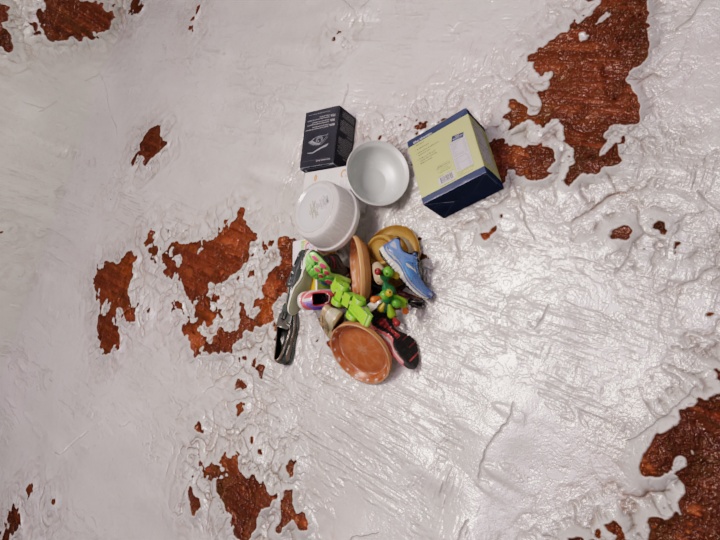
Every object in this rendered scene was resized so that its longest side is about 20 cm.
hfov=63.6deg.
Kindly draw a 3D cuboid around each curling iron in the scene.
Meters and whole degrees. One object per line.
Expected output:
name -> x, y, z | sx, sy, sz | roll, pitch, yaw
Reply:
curling iron -> 0.101, 0.063, 1.671 | 0.197, 0.049, 0.026 | 25, 110, 32

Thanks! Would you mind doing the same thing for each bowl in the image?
bowl -> 0.044, -0.279, 1.754 | 0.195, 0.090, 0.207 | 3, 76, -10

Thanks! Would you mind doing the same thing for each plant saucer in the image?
plant saucer -> 0.000, 0.000, 1.705 | 0.036, 0.201, 0.206 | -4, 71, -9
plant saucer -> 0.003, 0.231, 1.651 | 0.196, 0.032, 0.205 | 18, 127, 24

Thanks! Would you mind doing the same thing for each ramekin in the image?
ramekin -> -0.108, -0.167, 1.717 | 0.196, 0.104, 0.206 | -15, 64, 33

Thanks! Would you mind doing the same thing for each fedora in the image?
fedora -> 0.078, -0.049, 1.699 | 0.196, 0.081, 0.207 | -9, 74, 33

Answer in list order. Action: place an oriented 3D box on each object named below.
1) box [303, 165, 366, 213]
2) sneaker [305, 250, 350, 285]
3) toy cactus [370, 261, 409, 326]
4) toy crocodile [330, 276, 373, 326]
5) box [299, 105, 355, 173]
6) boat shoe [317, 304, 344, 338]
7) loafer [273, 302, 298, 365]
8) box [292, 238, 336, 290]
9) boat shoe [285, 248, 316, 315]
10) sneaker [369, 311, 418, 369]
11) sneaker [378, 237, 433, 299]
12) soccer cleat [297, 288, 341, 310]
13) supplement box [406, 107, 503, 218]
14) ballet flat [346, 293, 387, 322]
box -> -0.082, -0.249, 1.855 | 0.196, 0.097, 0.128 | -2, 77, 35
sneaker -> -0.102, -0.013, 1.748 | 0.075, 0.199, 0.086 | -20, 58, 24
toy cactus -> 0.065, 0.049, 1.599 | 0.100, 0.202, 0.167 | -25, 48, -2
toy crocodile -> -0.026, 0.086, 1.630 | 0.199, 0.061, 0.069 | 41, 119, 42
box -> -0.107, -0.418, 1.911 | 0.145, 0.103, 0.206 | 0, 78, 34
boat shoe -> -0.089, 0.144, 1.712 | 0.064, 0.201, 0.072 | 36, 69, 7
loafer -> -0.244, 0.201, 1.878 | 0.070, 0.062, 0.206 | -7, 74, 33
box -> -0.144, 0.008, 1.826 | 0.099, 0.112, 0.206 | -11, 71, 31
boat shoe -> -0.190, 0.030, 1.738 | 0.065, 0.074, 0.205 | 12, 85, 36
sneaker -> 0.091, 0.208, 1.649 | 0.200, 0.073, 0.088 | 47, 143, 22
sneaker -> 0.142, -0.005, 1.608 | 0.089, 0.079, 0.201 | -40, 98, -1
soccer cleat -> -0.090, 0.085, 1.715 | 0.072, 0.196, 0.070 | -9, 84, 51
supplement box -> 0.259, -0.291, 1.601 | 0.197, 0.133, 0.205 | -24, 65, 28
ballet flat -> 0.010, 0.130, 1.711 | 0.199, 0.070, 0.068 | -41, 59, 21
